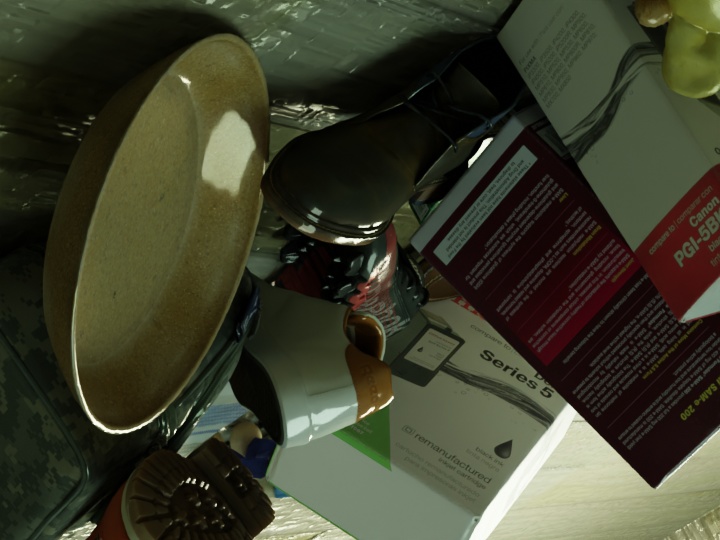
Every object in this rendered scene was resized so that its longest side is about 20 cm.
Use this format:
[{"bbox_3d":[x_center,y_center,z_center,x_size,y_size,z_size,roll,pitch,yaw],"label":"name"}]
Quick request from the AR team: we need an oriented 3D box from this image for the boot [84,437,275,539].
[{"bbox_3d":[-0.111,0.149,0.973,0.107,0.075,0.200,-36,174,3],"label":"boot"}]

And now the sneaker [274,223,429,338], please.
[{"bbox_3d":[0.000,0.000,1.168,0.098,0.071,0.200,-20,162,-19],"label":"sneaker"}]

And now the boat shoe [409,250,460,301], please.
[{"bbox_3d":[0.126,-0.013,1.308,0.200,0.068,0.072,-21,161,-17],"label":"boat shoe"}]

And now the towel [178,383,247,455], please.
[{"bbox_3d":[-0.142,0.109,1.333,0.200,0.024,0.147,-36,162,29],"label":"towel"}]

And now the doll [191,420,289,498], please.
[{"bbox_3d":[-0.038,0.146,1.371,0.200,0.049,0.136,1,-173,44],"label":"doll"}]

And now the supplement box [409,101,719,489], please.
[{"bbox_3d":[0.137,0.011,1.039,0.109,0.200,0.061,-50,169,33],"label":"supplement box"}]

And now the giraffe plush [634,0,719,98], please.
[{"bbox_3d":[0.209,-0.164,0.920,0.162,0.173,0.200,-22,153,8],"label":"giraffe plush"}]

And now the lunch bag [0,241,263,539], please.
[{"bbox_3d":[-0.159,0.064,1.038,0.168,0.139,0.200,-33,171,-43],"label":"lunch bag"}]

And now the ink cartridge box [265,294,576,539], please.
[{"bbox_3d":[0.052,0.104,1.274,0.200,0.145,0.084,-44,160,-49],"label":"ink cartridge box"}]

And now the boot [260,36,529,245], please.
[{"bbox_3d":[0.022,-0.077,0.992,0.097,0.075,0.200,-50,170,27],"label":"boot"}]

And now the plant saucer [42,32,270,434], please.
[{"bbox_3d":[-0.102,-0.021,0.895,0.200,0.035,0.200,18,90,-73],"label":"plant saucer"}]

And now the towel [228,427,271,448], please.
[{"bbox_3d":[-0.008,0.123,1.548,0.200,0.035,0.193,-30,158,15],"label":"towel"}]

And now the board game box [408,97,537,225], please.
[{"bbox_3d":[0.134,-0.087,1.202,0.200,0.023,0.105,-17,160,-27],"label":"board game box"}]

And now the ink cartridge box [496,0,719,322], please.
[{"bbox_3d":[0.191,-0.087,1.006,0.147,0.200,0.083,-14,154,-35],"label":"ink cartridge box"}]

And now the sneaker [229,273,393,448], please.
[{"bbox_3d":[-0.034,0.047,1.092,0.085,0.200,0.073,-14,114,-14],"label":"sneaker"}]
